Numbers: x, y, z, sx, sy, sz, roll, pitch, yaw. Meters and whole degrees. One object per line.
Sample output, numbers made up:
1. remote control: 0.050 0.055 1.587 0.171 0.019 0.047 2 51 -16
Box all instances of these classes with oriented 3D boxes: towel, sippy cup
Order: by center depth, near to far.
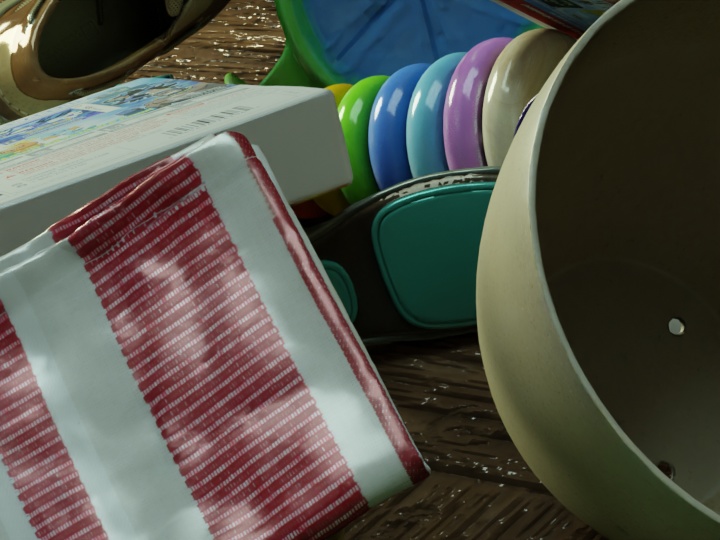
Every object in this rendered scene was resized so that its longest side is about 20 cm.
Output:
1. towel: -0.095 0.056 0.960 0.199 0.023 0.144 -29 64 1
2. sippy cup: 0.016 -0.146 1.430 0.177 0.140 0.130 -10 13 -9

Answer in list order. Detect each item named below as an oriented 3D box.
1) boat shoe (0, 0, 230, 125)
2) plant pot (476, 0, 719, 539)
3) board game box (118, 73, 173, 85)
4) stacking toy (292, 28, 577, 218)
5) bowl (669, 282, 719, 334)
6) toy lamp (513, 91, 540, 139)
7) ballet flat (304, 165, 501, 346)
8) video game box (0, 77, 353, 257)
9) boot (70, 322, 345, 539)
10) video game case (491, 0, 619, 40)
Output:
1. boat shoe: -0.099 -0.132 1.389 0.200 0.076 0.074 -47 17 -30
2. plant pot: 0.118 0.019 0.984 0.200 0.201 0.134 -32 -6 -30
3. board game box: -0.164 -0.016 1.351 0.150 0.047 0.200 -11 26 10
4. stacking toy: 0.008 -0.055 1.300 0.199 0.086 0.085 -3 28 36
5. bowl: 0.200 -0.025 1.123 0.199 0.075 0.200 4 30 35
6. toy lamp: 0.113 -0.057 1.202 0.058 0.059 0.200 -5 5 22
7. ballet flat: 0.000 0.000 1.202 0.199 0.068 0.064 -18 15 -5
8. video game box: -0.131 -0.027 1.197 0.199 0.047 0.182 -21 16 -25
9. boot: -0.071 0.065 1.050 0.200 0.155 0.074 32 80 24
10. video game case: 0.157 -0.103 1.197 0.199 0.018 0.143 6 -5 29
